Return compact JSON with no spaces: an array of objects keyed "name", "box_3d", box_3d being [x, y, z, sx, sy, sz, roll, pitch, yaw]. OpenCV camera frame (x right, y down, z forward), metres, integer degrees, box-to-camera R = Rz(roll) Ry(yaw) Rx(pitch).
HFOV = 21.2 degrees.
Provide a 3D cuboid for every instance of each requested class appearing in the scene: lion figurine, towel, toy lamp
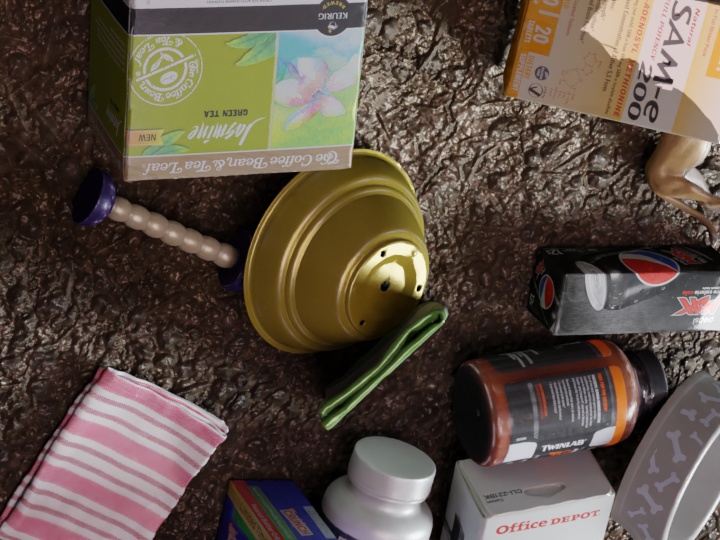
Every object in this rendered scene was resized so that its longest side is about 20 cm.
[{"name":"lion figurine","box_3d":[0.307,-0.121,1.818,0.122,0.073,0.201,15,120,7]},{"name":"towel","box_3d":[0.018,0.079,1.741,0.149,0.200,0.031,-44,88,1]},{"name":"towel","box_3d":[-0.230,0.194,1.781,0.146,0.030,0.200,28,102,-31]},{"name":"toy lamp","box_3d":[-0.152,-0.029,1.684,0.199,0.058,0.058,24,104,-31]}]

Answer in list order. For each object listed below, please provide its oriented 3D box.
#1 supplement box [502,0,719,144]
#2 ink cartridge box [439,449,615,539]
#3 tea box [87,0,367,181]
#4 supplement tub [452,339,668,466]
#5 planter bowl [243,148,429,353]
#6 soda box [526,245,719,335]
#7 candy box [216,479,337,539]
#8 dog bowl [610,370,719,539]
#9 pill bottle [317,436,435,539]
[{"name":"supplement box","box_3d":[0.236,-0.200,1.705,0.199,0.074,0.127,12,112,-1]},{"name":"ink cartridge box","box_3d":[0.159,0.275,1.929,0.143,0.084,0.201,-8,132,-19]},{"name":"tea box","box_3d":[-0.111,-0.190,1.572,0.199,0.134,0.198,-5,118,-20]},{"name":"supplement tub","box_3d":[0.197,0.126,1.879,0.199,0.107,0.108,-8,118,-19]},{"name":"planter bowl","box_3d":[0.000,0.000,1.712,0.200,0.083,0.201,-23,128,-32]},{"name":"soda box","box_3d":[0.267,0.018,1.880,0.199,0.063,0.071,-1,116,-23]},{"name":"candy box","box_3d":[-0.084,0.326,1.827,0.077,0.169,0.201,4,113,-28]},{"name":"dog bowl","box_3d":[0.325,0.203,1.938,0.200,0.058,0.201,-44,150,-33]},{"name":"pill bottle","box_3d":[0.006,0.268,1.869,0.110,0.111,0.201,7,112,-25]}]
